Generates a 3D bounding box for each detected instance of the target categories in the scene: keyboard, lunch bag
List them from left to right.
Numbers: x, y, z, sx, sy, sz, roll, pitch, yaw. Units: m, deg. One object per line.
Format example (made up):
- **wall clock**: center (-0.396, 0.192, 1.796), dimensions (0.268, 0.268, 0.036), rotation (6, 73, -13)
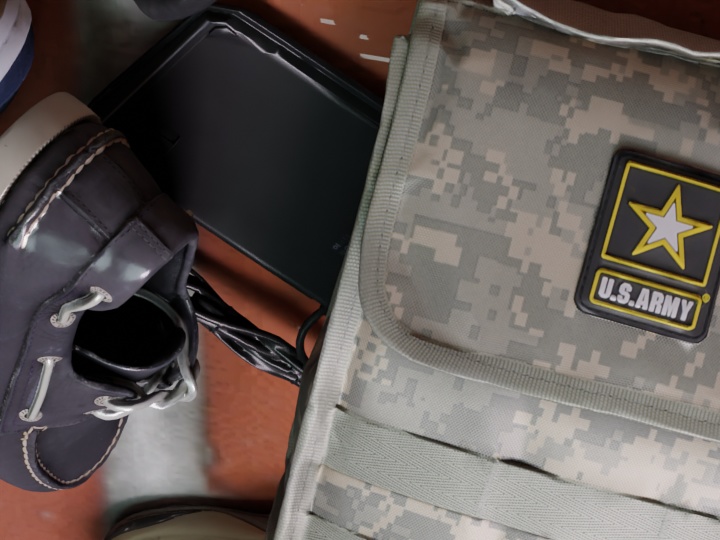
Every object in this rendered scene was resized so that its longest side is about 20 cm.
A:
- **keyboard**: center (0.000, 0.000, 0.856), dimensions (0.200, 0.021, 0.127), rotation (34, 131, -21)
- **lunch bag**: center (0.070, 0.022, 0.775), dimensions (0.164, 0.118, 0.200), rotation (14, 121, -2)

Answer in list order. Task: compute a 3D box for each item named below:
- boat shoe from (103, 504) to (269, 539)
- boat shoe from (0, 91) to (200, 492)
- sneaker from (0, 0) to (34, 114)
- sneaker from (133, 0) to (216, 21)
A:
- **boat shoe**: center (-0.007, 0.125, 0.962), dimensions (0.200, 0.074, 0.076), rotation (-9, 136, 26)
- **boat shoe**: center (-0.082, 0.025, 0.834), dimensions (0.063, 0.073, 0.200), rotation (36, 153, 14)
- **sneaker**: center (-0.132, -0.017, 0.834), dimensions (0.108, 0.070, 0.200), rotation (40, 140, -23)
- **sneaker**: center (-0.092, -0.136, 0.670), dimensions (0.200, 0.084, 0.077), rotation (36, 136, -25)
